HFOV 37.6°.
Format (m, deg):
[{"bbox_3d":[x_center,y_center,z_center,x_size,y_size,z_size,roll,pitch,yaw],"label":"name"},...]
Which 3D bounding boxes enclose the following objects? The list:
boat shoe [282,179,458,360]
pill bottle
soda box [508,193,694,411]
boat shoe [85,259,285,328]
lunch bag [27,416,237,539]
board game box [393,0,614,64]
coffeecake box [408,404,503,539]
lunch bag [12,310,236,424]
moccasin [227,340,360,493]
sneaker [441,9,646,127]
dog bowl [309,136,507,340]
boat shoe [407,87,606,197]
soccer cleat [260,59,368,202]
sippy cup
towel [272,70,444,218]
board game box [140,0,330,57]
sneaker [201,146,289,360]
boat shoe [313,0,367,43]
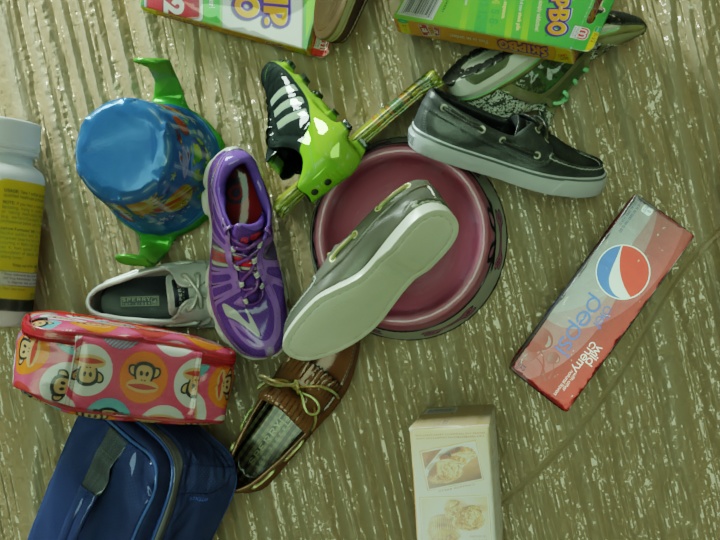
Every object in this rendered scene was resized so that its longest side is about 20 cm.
[{"bbox_3d":[0.002,0.001,0.953,0.201,0.072,0.061,-43,43,17],"label":"boat shoe"},{"bbox_3d":[-0.376,-0.050,1.054,0.112,0.114,0.203,6,90,8],"label":"pill bottle"},{"bbox_3d":[0.224,0.031,0.992,0.070,0.063,0.201,36,95,8],"label":"soda box"},{"bbox_3d":[-0.174,0.027,1.048,0.197,0.065,0.075,-11,87,8],"label":"boat shoe"},{"bbox_3d":[-0.226,0.232,0.993,0.135,0.132,0.202,29,99,36],"label":"lunch bag"},{"bbox_3d":[0.137,-0.249,0.982,0.198,0.030,0.096,16,67,29],"label":"board game box"},{"bbox_3d":[0.092,0.233,0.962,0.072,0.153,0.203,-4,88,8],"label":"coffeecake box"},{"bbox_3d":[-0.224,0.091,0.995,0.197,0.176,0.083,11,87,-19],"label":"lunch bag"},{"bbox_3d":[-0.069,0.128,1.020,0.073,0.078,0.202,41,98,5],"label":"moccasin"},{"bbox_3d":[0.180,-0.187,1.013,0.197,0.077,0.089,-20,117,6],"label":"sneaker"},{"bbox_3d":[0.042,-0.032,1.015,0.197,0.074,0.204,0,90,8],"label":"dog bowl"},{"bbox_3d":[0.143,-0.117,0.977,0.197,0.069,0.057,13,119,-12],"label":"boat shoe"},{"bbox_3d":[-0.064,-0.136,0.987,0.081,0.068,0.200,-42,40,4],"label":"soccer cleat"},{"bbox_3d":[-0.208,-0.105,1.020,0.139,0.130,0.179,-31,83,5],"label":"sippy cup"},{"bbox_3d":[-0.003,-0.123,1.018,0.199,0.086,0.018,-39,97,6],"label":"towel"},{"bbox_3d":[-0.115,-0.284,1.059,0.197,0.030,0.097,16,91,6],"label":"board game box"},{"bbox_3d":[-0.111,-0.014,0.987,0.079,0.083,0.203,-12,94,-12],"label":"sneaker"},{"bbox_3d":[0.018,-0.304,1.021,0.071,0.072,0.203,26,77,-31],"label":"boat shoe"}]
